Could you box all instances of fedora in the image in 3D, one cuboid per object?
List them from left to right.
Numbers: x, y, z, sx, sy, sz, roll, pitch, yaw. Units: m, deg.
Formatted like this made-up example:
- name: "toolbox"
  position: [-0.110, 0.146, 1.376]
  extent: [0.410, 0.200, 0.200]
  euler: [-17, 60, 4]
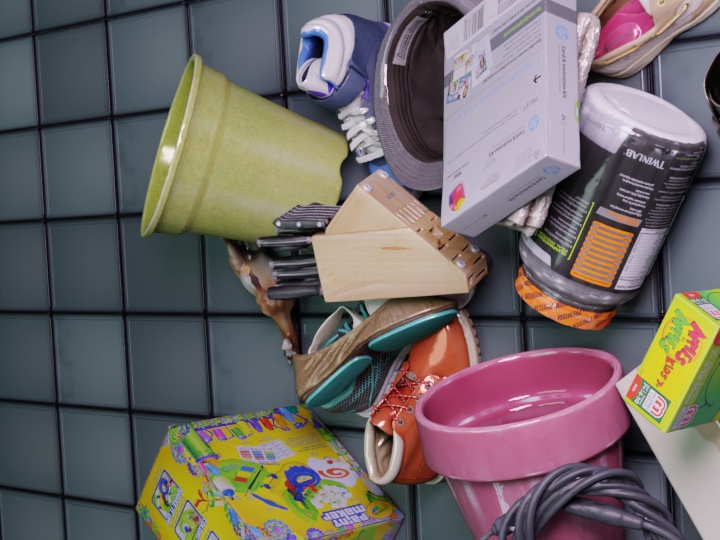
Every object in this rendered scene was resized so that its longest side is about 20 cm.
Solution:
- name: "fedora"
  position: [0.098, -0.175, 1.582]
  extent: [0.177, 0.090, 0.201]
  euler: [-28, 68, 42]

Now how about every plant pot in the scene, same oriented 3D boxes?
- name: "plant pot"
  position: [-0.118, -0.108, 1.717]
  extent: [0.200, 0.183, 0.202]
  euler: [-165, 90, -78]
- name: "plant pot"
  position: [0.164, 0.188, 1.494]
  extent: [0.199, 0.200, 0.180]
  euler: [-2, 108, 45]

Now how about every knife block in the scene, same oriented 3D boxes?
- name: "knife block"
  position: [0.000, 0.000, 1.590]
  extent: [0.200, 0.064, 0.176]
  euler: [39, 119, 6]

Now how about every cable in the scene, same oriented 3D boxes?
- name: "cable"
  position: [0.207, 0.265, 1.381]
  extent: [0.163, 0.051, 0.200]
  euler: [-39, 82, 3]

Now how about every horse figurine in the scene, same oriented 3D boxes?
- name: "horse figurine"
  position: [-0.121, -0.001, 1.825]
  extent: [0.050, 0.133, 0.200]
  euler: [-34, 62, -5]

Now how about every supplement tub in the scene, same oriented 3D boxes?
- name: "supplement tub"
  position: [0.218, -0.055, 1.449]
  extent: [0.122, 0.122, 0.201]
  euler: [41, 121, 35]

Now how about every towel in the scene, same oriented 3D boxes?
- name: "towel"
  position: [0.161, -0.132, 1.440]
  extent: [0.133, 0.034, 0.201]
  euler: [-145, 72, -77]

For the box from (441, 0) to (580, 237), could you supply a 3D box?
- name: "box"
  position: [0.128, -0.151, 1.401]
  extent: [0.156, 0.041, 0.201]
  euler: [-35, 46, 51]

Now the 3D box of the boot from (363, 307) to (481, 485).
- name: "boot"
  position: [0.059, 0.125, 1.642]
  extent: [0.075, 0.107, 0.201]
  euler: [18, 104, 46]

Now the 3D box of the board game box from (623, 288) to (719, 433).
- name: "board game box"
  position: [0.308, 0.065, 1.313]
  extent: [0.048, 0.199, 0.102]
  euler: [40, 121, 35]

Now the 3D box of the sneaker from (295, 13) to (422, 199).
- name: "sneaker"
  position: [-0.011, -0.163, 1.654]
  extent: [0.080, 0.146, 0.201]
  euler: [-10, 86, 45]

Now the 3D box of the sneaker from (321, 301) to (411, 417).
- name: "sneaker"
  position: [0.009, 0.072, 1.696]
  extent: [0.077, 0.091, 0.201]
  euler: [35, 117, 37]

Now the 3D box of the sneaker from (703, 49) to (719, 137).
- name: "sneaker"
  position: [0.322, -0.101, 1.349]
  extent: [0.075, 0.106, 0.201]
  euler: [11, 101, 44]

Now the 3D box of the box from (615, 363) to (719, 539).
- name: "box"
  position: [0.316, 0.159, 1.392]
  extent: [0.078, 0.095, 0.201]
  euler: [-45, 65, 38]

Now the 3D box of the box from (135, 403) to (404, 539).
- name: "box"
  position: [-0.098, 0.260, 1.746]
  extent: [0.193, 0.199, 0.122]
  euler: [45, 124, 34]

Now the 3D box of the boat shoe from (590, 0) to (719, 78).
- name: "boat shoe"
  position: [0.262, -0.242, 1.424]
  extent: [0.200, 0.069, 0.074]
  euler: [-50, 60, 36]

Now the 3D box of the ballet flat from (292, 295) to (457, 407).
- name: "ballet flat"
  position: [0.006, 0.061, 1.626]
  extent: [0.200, 0.068, 0.073]
  euler: [-36, 66, 26]

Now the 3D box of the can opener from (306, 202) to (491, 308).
- name: "can opener"
  position: [0.032, -0.018, 1.641]
  extent: [0.199, 0.066, 0.053]
  euler: [19, 121, 15]
